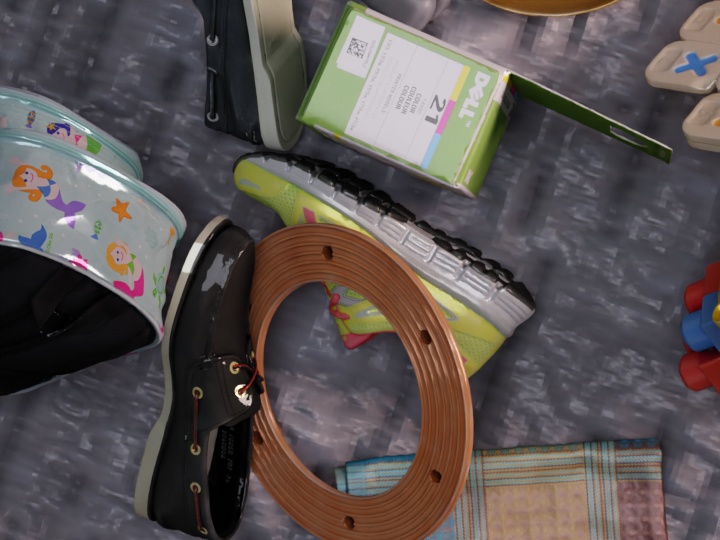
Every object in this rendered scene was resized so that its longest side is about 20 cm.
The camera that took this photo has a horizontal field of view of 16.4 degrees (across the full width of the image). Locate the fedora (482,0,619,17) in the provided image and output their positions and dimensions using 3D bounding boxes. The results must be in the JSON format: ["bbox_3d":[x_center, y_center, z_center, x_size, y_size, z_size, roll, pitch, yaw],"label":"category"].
[{"bbox_3d":[0.112,-0.253,1.484,0.200,0.082,0.201,0,88,5],"label":"fedora"}]

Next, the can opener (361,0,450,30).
[{"bbox_3d":[-0.039,-0.206,1.525,0.200,0.053,0.067,40,125,5],"label":"can opener"}]

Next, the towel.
[{"bbox_3d":[0.087,0.179,1.505,0.200,0.022,0.147,-5,88,6],"label":"towel"}]

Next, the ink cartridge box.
[{"bbox_3d":[0.075,-0.076,1.450,0.200,0.148,0.076,25,91,6],"label":"ink cartridge box"}]

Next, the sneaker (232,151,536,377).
[{"bbox_3d":[0.000,0.000,1.494,0.200,0.078,0.090,34,101,9],"label":"sneaker"}]

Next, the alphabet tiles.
[{"bbox_3d":[0.270,-0.128,1.425,0.196,0.015,0.200,12,47,38],"label":"alphabet tiles"}]

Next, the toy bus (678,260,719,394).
[{"bbox_3d":[0.267,-0.005,1.434,0.192,0.200,0.136,-21,123,33],"label":"toy bus"}]

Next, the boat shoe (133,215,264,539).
[{"bbox_3d":[-0.084,0.065,1.478,0.063,0.074,0.202,19,113,20],"label":"boat shoe"}]

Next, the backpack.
[{"bbox_3d":[-0.201,-0.016,1.440,0.200,0.177,0.151,-10,57,46],"label":"backpack"}]

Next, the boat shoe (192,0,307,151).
[{"bbox_3d":[-0.076,-0.167,1.486,0.066,0.075,0.199,6,124,21],"label":"boat shoe"}]

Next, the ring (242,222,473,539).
[{"bbox_3d":[-0.008,0.068,1.466,0.200,0.019,0.201,15,113,41],"label":"ring"}]
